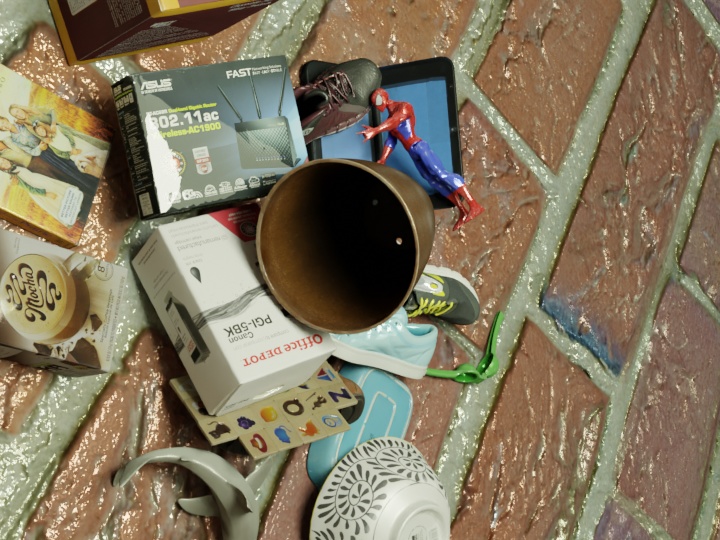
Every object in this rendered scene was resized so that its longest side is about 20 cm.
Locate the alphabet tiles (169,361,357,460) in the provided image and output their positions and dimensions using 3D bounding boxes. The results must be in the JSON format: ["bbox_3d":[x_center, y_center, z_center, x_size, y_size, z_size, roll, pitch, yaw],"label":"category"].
[{"bbox_3d":[-0.107,0.137,1.372,0.199,0.006,0.167,-11,47,-37],"label":"alphabet tiles"}]

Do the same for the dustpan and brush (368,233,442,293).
[{"bbox_3d":[0.000,0.000,1.473,0.198,0.057,0.141,18,66,-4],"label":"dustpan and brush"}]

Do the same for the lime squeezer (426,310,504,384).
[{"bbox_3d":[0.150,0.121,1.655,0.199,0.038,0.071,-26,98,-40],"label":"lime squeezer"}]

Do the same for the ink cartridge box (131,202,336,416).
[{"bbox_3d":[-0.139,0.039,1.349,0.146,0.083,0.201,-18,71,-42],"label":"ink cartridge box"}]

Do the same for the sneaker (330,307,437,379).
[{"bbox_3d":[0.013,0.071,1.505,0.199,0.074,0.082,18,101,-39],"label":"sneaker"}]

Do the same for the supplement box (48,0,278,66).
[{"bbox_3d":[-0.209,-0.328,1.326,0.196,0.199,0.134,-21,96,-41],"label":"supplement box"}]

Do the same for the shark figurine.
[{"bbox_3d":[-0.157,0.236,1.313,0.128,0.089,0.214,-51,122,-8],"label":"shark figurine"}]

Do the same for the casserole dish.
[{"bbox_3d":[0.007,0.201,1.516,0.121,0.039,0.201,38,60,-29],"label":"casserole dish"}]

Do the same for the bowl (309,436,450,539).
[{"bbox_3d":[0.045,0.309,1.454,0.200,0.094,0.203,-10,105,-38],"label":"bowl"}]

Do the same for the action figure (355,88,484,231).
[{"bbox_3d":[0.058,-0.130,1.511,0.099,0.065,0.201,-33,89,-21],"label":"action figure"}]

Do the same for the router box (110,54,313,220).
[{"bbox_3d":[-0.160,-0.148,1.338,0.199,0.062,0.151,-14,92,-33],"label":"router box"}]

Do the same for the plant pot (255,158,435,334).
[{"bbox_3d":[0.009,-0.046,1.365,0.200,0.186,0.188,-33,104,-65],"label":"plant pot"}]

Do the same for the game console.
[{"bbox_3d":[0.028,-0.176,1.556,0.170,0.118,0.202,2,80,-41],"label":"game console"}]

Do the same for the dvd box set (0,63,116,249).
[{"bbox_3d":[-0.362,-0.129,1.267,0.199,0.029,0.147,30,63,-34],"label":"dvd box set"}]

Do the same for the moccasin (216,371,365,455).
[{"bbox_3d":[-0.091,0.158,1.413,0.200,0.078,0.074,-18,132,-32],"label":"moccasin"}]

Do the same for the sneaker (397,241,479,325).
[{"bbox_3d":[0.072,0.033,1.570,0.199,0.074,0.085,27,37,-24],"label":"sneaker"}]

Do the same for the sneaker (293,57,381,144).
[{"bbox_3d":[-0.038,-0.205,1.473,0.200,0.115,0.076,-39,92,-22],"label":"sneaker"}]

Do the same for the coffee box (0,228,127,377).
[{"bbox_3d":[-0.345,0.029,1.217,0.199,0.080,0.114,19,70,-37],"label":"coffee box"}]
